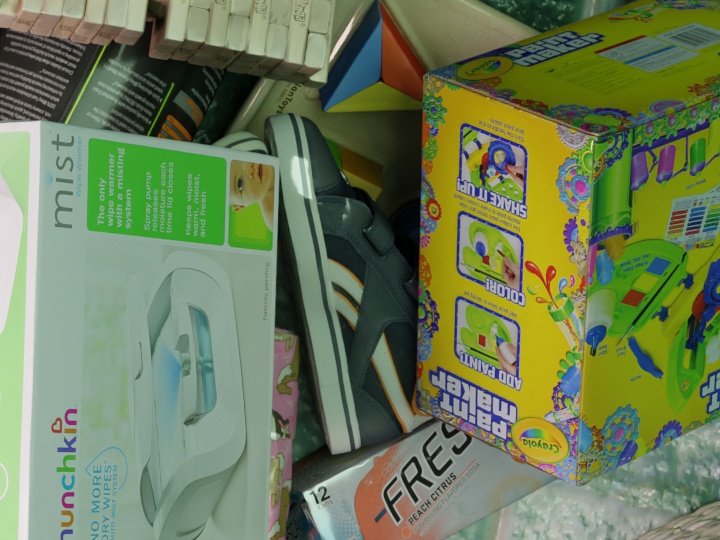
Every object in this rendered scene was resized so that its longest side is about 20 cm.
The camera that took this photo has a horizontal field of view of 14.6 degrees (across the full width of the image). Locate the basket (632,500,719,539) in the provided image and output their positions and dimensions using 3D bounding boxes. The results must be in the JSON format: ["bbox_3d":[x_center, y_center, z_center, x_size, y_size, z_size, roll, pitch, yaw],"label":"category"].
[{"bbox_3d":[0.217,0.244,1.596,0.199,0.161,0.199,-23,98,-22],"label":"basket"}]

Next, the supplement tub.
[{"bbox_3d":[-0.145,-0.086,1.465,0.122,0.122,0.201,30,78,-20],"label":"supplement tub"}]

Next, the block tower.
[{"bbox_3d":[-0.107,-0.137,1.388,0.199,0.058,0.054,10,83,-13],"label":"block tower"}]

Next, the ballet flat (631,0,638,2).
[{"bbox_3d":[0.160,-0.078,1.635,0.064,0.076,0.201,15,78,9],"label":"ballet flat"}]

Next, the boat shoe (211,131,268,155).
[{"bbox_3d":[-0.097,0.021,1.450,0.062,0.075,0.200,33,96,20],"label":"boat shoe"}]

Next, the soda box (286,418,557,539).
[{"bbox_3d":[0.048,0.105,1.573,0.200,0.068,0.064,-27,102,-20],"label":"soda box"}]

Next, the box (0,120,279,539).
[{"bbox_3d":[-0.130,0.037,1.321,0.176,0.096,0.201,8,83,-54],"label":"box"}]

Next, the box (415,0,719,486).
[{"bbox_3d":[0.141,-0.022,1.467,0.200,0.122,0.193,-21,122,-40],"label":"box"}]

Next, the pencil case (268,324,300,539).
[{"bbox_3d":[-0.081,0.119,1.512,0.086,0.083,0.201,8,87,-13],"label":"pencil case"}]

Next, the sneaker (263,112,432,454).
[{"bbox_3d":[0.000,0.000,1.498,0.079,0.079,0.201,-14,121,-4],"label":"sneaker"}]

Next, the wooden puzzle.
[{"bbox_3d":[0.030,-0.060,1.531,0.199,0.046,0.185,23,116,-23],"label":"wooden puzzle"}]
